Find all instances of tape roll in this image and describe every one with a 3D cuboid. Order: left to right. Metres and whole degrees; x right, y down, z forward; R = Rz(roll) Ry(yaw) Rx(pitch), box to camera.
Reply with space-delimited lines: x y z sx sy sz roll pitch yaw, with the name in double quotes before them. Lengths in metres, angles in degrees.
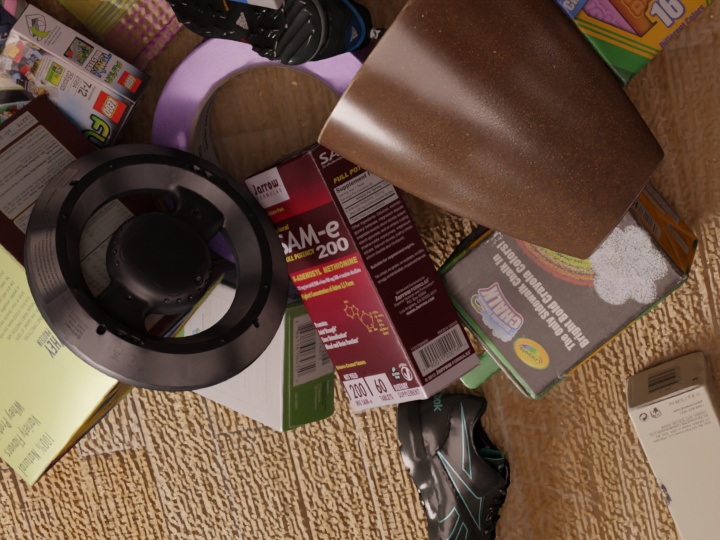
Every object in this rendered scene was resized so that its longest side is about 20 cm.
"tape roll" -0.062 -0.103 1.558 0.198 0.066 0.202 3 109 8

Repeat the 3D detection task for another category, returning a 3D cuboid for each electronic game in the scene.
"electronic game" -0.147 -0.004 1.435 0.199 0.201 0.042 33 144 -4

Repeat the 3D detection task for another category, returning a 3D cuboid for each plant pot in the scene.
"plant pot" 0.103 -0.103 1.361 0.199 0.187 0.187 38 110 1

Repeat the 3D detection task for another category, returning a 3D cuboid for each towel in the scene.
"towel" -0.168 -0.267 1.542 0.144 0.023 0.200 43 108 -6

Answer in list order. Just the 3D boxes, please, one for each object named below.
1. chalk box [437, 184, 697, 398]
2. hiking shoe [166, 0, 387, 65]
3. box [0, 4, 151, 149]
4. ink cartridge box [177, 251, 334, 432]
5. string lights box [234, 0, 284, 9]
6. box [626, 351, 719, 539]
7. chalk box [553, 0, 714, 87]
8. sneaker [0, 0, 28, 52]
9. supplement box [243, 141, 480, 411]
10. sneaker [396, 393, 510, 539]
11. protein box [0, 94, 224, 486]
"chalk box" 0.143 0.006 1.518 0.200 0.124 0.125 -39 92 19
"hiking shoe" -0.074 -0.201 1.475 0.200 0.086 0.075 37 118 39
"box" -0.248 -0.109 1.552 0.110 0.035 0.200 30 137 -5
"ink cartridge box" -0.107 0.047 1.596 0.199 0.059 0.105 20 116 42
"string lights box" -0.124 -0.257 1.429 0.199 0.103 0.059 14 147 30
"box" 0.281 0.174 1.590 0.068 0.082 0.201 -20 103 14
"chalk box" 0.154 -0.245 1.429 0.124 0.125 0.200 -43 98 -4
"sneaker" -0.288 -0.187 1.554 0.070 0.082 0.200 -36 100 17
"supplement box" 0.000 0.000 1.477 0.109 0.061 0.201 -17 100 58
"sneaker" 0.089 0.195 1.629 0.079 0.075 0.202 -14 106 10
"protein box" -0.249 0.017 1.519 0.200 0.135 0.199 44 136 1
